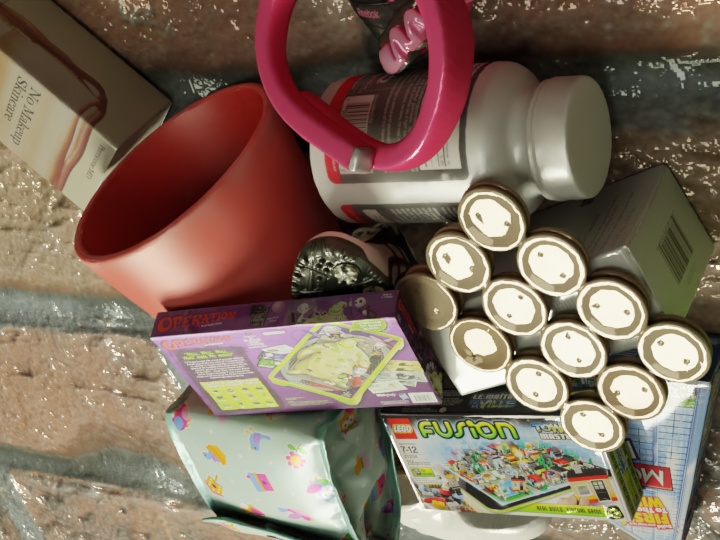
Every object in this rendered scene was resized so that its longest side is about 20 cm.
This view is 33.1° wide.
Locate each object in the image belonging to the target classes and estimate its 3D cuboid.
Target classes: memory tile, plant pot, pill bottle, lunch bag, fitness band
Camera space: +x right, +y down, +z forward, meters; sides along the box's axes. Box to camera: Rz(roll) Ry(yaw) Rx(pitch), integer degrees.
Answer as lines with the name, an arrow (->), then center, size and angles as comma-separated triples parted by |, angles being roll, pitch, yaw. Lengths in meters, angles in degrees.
memory tile -> 0.128, 0.036, 0.837 | 0.199, 0.017, 0.154 | 36, 136, 2
plant pot -> -0.102, -0.021, 0.991 | 0.199, 0.202, 0.178 | -13, 128, 40
pill bottle -> 0.071, -0.090, 0.862 | 0.198, 0.111, 0.112 | 1, 125, 33
lunch bag -> -0.058, 0.177, 1.066 | 0.168, 0.122, 0.202 | 7, 129, 28
fitness band -> -0.003, -0.151, 0.806 | 0.200, 0.037, 0.145 | 40, 121, 40

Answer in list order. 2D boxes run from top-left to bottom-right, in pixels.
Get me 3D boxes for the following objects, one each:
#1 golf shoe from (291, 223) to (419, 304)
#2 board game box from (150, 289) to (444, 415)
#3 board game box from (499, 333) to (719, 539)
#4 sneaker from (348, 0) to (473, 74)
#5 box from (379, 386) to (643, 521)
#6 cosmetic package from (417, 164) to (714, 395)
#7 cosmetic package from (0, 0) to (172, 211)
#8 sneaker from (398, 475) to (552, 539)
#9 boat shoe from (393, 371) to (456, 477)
golf shoe -> 0.000, 0.000, 0.938 | 0.076, 0.089, 0.200 | -10, 159, 18
board game box -> -0.046, 0.066, 0.922 | 0.197, 0.033, 0.120 | -5, 146, 20
board game box -> 0.207, 0.141, 0.996 | 0.198, 0.062, 0.202 | 4, 126, 31
sneaker -> 0.052, -0.222, 0.804 | 0.096, 0.079, 0.200 | 54, 134, 8
box -> 0.120, 0.149, 0.991 | 0.198, 0.035, 0.111 | -5, 121, 37
cosmetic package -> 0.147, 0.011, 0.895 | 0.198, 0.113, 0.082 | -21, 112, 40
cosmetic package -> -0.276, -0.160, 1.056 | 0.199, 0.087, 0.104 | 38, 136, 1
sneaker -> 0.113, 0.227, 1.131 | 0.199, 0.076, 0.089 | -4, 135, 50
boat shoe -> 0.032, 0.162, 1.124 | 0.072, 0.076, 0.199 | 47, 138, -12
